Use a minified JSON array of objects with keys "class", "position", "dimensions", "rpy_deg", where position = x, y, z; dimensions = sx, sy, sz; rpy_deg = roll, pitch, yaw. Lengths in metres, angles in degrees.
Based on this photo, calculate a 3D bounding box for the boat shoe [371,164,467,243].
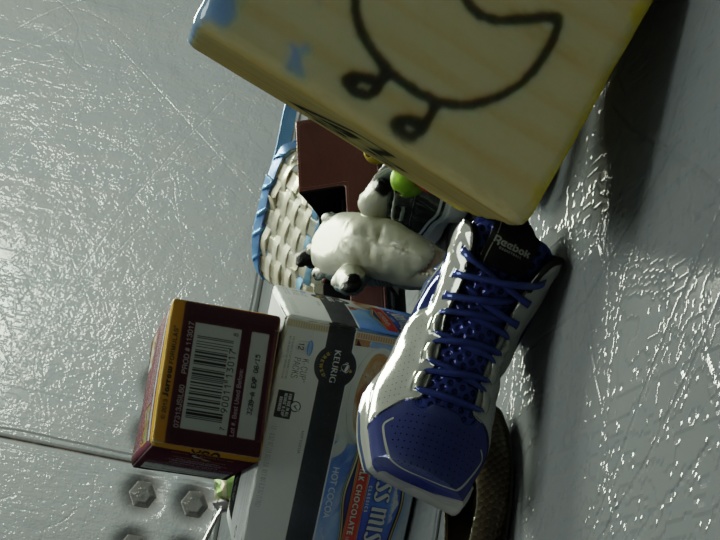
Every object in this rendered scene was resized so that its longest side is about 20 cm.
[{"class":"boat shoe","position":[0.042,-0.067,1.393],"dimensions":[0.200,0.070,0.073],"rpy_deg":[140,141,-80]}]

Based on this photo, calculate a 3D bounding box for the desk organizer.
[{"class":"desk organizer","position":[-0.008,-0.034,1.483],"dimensions":[0.072,0.076,0.203],"rpy_deg":[48,-144,-66]}]

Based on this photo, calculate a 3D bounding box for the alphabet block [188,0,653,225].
[{"class":"alphabet block","position":[0.035,-0.159,0.930],"dimensions":[0.197,0.199,0.196],"rpy_deg":[-61,8,3]}]

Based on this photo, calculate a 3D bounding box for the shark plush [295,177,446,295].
[{"class":"shark plush","position":[0.000,0.000,1.352],"dimensions":[0.199,0.083,0.092],"rpy_deg":[-23,50,57]}]

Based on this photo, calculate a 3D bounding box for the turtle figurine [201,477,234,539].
[{"class":"turtle figurine","position":[-0.077,0.241,1.573],"dimensions":[0.194,0.142,0.203],"rpy_deg":[-161,86,-86]}]

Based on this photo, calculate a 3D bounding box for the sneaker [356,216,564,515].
[{"class":"sneaker","position":[0.061,0.031,1.000],"dimensions":[0.116,0.080,0.201],"rpy_deg":[112,180,-48]}]

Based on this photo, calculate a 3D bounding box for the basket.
[{"class":"basket","position":[-0.045,-0.059,1.706],"dimensions":[0.200,0.138,0.178],"rpy_deg":[46,130,44]}]

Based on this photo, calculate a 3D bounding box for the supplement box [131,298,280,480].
[{"class":"supplement box","position":[-0.124,0.098,1.332],"dimensions":[0.200,0.085,0.112],"rpy_deg":[136,143,-74]}]

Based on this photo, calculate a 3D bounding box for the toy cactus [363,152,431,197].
[{"class":"toy cactus","position":[0.044,-0.137,1.293],"dimensions":[0.164,0.101,0.202],"rpy_deg":[-17,56,56]}]

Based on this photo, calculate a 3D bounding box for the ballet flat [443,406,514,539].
[{"class":"ballet flat","position":[0.060,0.166,1.007],"dimensions":[0.068,0.046,0.202],"rpy_deg":[114,165,-56]}]

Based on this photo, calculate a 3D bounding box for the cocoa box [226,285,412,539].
[{"class":"cocoa box","position":[-0.022,0.130,1.349],"dimensions":[0.133,0.130,0.203],"rpy_deg":[-131,53,-78]}]
